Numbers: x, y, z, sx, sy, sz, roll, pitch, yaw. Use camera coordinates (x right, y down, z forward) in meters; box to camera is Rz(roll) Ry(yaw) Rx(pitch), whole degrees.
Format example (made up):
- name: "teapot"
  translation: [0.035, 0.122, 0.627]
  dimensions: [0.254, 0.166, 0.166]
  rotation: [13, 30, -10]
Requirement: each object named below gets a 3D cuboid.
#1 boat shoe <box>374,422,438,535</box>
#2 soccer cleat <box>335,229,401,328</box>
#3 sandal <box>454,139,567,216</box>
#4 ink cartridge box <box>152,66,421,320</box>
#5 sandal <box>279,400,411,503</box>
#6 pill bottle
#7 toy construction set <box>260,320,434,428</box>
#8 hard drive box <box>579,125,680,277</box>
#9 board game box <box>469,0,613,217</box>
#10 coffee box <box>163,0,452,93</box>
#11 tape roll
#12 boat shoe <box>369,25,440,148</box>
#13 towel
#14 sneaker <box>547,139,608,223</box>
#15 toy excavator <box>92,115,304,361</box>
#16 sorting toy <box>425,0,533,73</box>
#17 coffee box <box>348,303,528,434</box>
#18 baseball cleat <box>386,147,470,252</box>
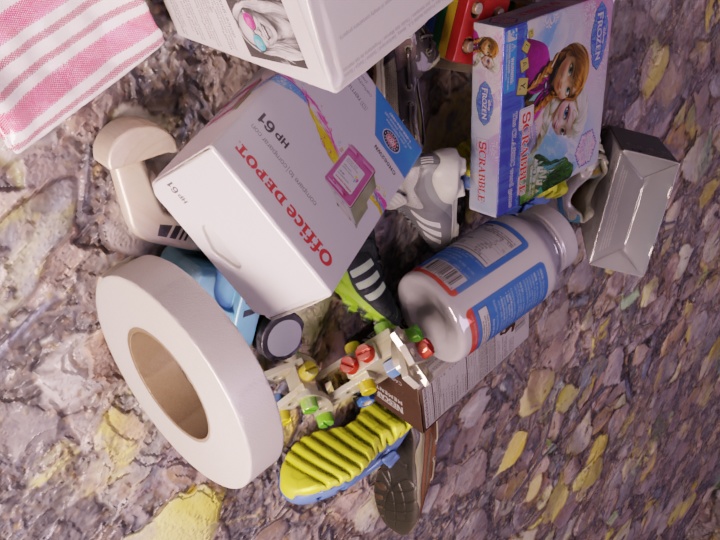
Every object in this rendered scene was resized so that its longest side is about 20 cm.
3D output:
- name: "boat shoe"
  translation: [0.070, 0.258, 1.158]
  dimensions: [0.074, 0.075, 0.201]
  rotation: [-24, 129, -43]
- name: "soccer cleat"
  translation: [0.000, 0.000, 0.930]
  dimensions: [0.081, 0.067, 0.200]
  rotation: [-60, 141, -13]
- name: "sandal"
  translation: [0.166, -0.097, 1.056]
  dimensions: [0.199, 0.080, 0.087]
  rotation: [10, 132, -43]
- name: "ink cartridge box"
  translation: [-0.051, -0.083, 0.708]
  dimensions: [0.145, 0.084, 0.200]
  rotation: [51, 46, -20]
- name: "sandal"
  translation: [-0.011, 0.221, 1.030]
  dimensions: [0.199, 0.079, 0.087]
  rotation: [-23, 137, -36]
- name: "pill bottle"
  translation: [0.148, 0.007, 0.983]
  dimensions: [0.199, 0.112, 0.113]
  rotation: [-31, 133, -25]
- name: "toy construction set"
  translation: [-0.006, 0.100, 0.906]
  dimensions: [0.131, 0.199, 0.093]
  rotation: [28, 48, -55]
- name: "hard drive box"
  translation: [0.361, -0.101, 1.197]
  dimensions: [0.200, 0.076, 0.157]
  rotation: [-61, 164, -69]
- name: "board game box"
  translation: [0.194, -0.183, 0.939]
  dimensions: [0.199, 0.041, 0.201]
  rotation: [-29, 129, -37]
- name: "coffee box"
  translation: [-0.039, -0.280, 0.605]
  dimensions: [0.200, 0.197, 0.201]
  rotation: [-42, 136, -23]
- name: "tape roll"
  translation: [-0.141, 0.082, 0.705]
  dimensions: [0.037, 0.202, 0.204]
  rotation: [-35, 135, -31]
- name: "boat shoe"
  translation: [0.043, -0.206, 0.834]
  dimensions: [0.072, 0.065, 0.202]
  rotation: [-79, 174, -55]
- name: "towel"
  translation: [-0.223, -0.192, 0.583]
  dimensions: [0.146, 0.030, 0.201]
  rotation: [-44, 139, -21]
- name: "sneaker"
  translation: [0.287, -0.161, 1.148]
  dimensions: [0.076, 0.081, 0.201]
  rotation: [-18, 123, -40]
- name: "toy excavator"
  translation: [-0.136, -0.021, 0.745]
  dimensions: [0.199, 0.100, 0.196]
  rotation: [2, 109, -40]
- name: "sorting toy"
  translation: [0.142, -0.301, 0.905]
  dimensions: [0.199, 0.069, 0.200]
  rotation: [-6, 116, -47]
- name: "coffee box"
  translation: [0.097, 0.082, 1.050]
  dimensions: [0.200, 0.114, 0.080]
  rotation: [-36, 138, -28]
- name: "baseball cleat"
  translation: [0.063, -0.078, 0.960]
  dimensions: [0.200, 0.106, 0.070]
  rotation: [87, 4, -65]
